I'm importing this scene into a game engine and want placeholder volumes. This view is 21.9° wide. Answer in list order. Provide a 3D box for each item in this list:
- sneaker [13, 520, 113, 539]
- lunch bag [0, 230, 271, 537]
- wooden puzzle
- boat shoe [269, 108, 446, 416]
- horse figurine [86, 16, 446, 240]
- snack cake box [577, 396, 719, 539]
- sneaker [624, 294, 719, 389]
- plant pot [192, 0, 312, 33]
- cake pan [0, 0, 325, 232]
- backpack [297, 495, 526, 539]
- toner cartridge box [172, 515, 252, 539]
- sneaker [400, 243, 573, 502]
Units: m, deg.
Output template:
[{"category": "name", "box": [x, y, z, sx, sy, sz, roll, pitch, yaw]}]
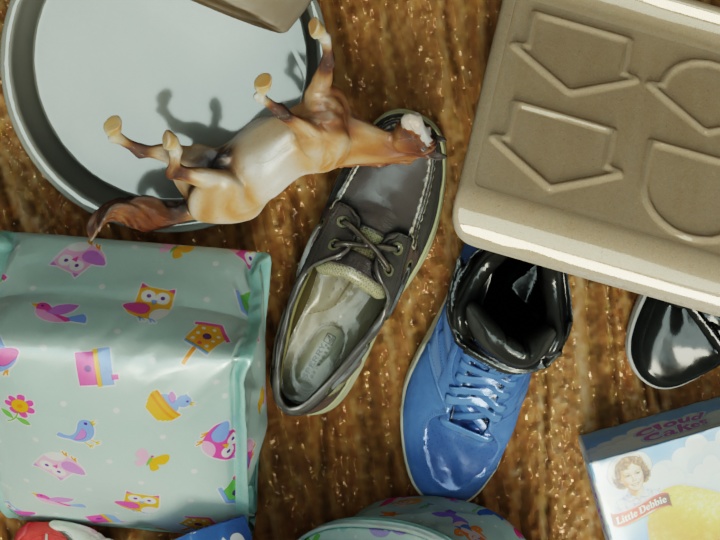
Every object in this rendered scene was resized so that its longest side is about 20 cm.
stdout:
[{"category": "sneaker", "box": [-0.205, 0.244, 1.166, 0.084, 0.077, 0.202, 18, 107, 6]}, {"category": "lunch bag", "box": [-0.139, 0.083, 1.116, 0.168, 0.123, 0.201, 4, 133, 0]}, {"category": "wooden puzzle", "box": [0.157, -0.075, 1.089, 0.183, 0.046, 0.202, 15, 60, 0]}, {"category": "boat shoe", "box": [0.000, 0.000, 1.129, 0.073, 0.065, 0.202, 20, 98, 0]}, {"category": "horse figurine", "box": [-0.062, -0.069, 1.069, 0.199, 0.133, 0.050, -27, 60, 9]}, {"category": "snack cake box", "box": [0.246, 0.136, 1.146, 0.198, 0.067, 0.116, -17, 99, 3]}, {"category": "sneaker", "box": [0.238, -0.001, 1.101, 0.073, 0.112, 0.200, 44, 97, -6]}, {"category": "plant pot", "box": [-0.062, -0.233, 1.017, 0.198, 0.200, 0.175, 23, 92, -3]}, {"category": "cake pan", "box": [-0.117, -0.125, 1.126, 0.198, 0.037, 0.203, 0, 99, 1]}, {"category": "backpack", "box": [0.027, 0.241, 1.119, 0.176, 0.150, 0.202, 0, 92, 35]}, {"category": "toner cartridge box", "box": [-0.077, 0.254, 1.088, 0.043, 0.095, 0.202, -11, 78, -37]}, {"category": "sneaker", "box": [0.073, 0.056, 1.114, 0.076, 0.111, 0.202, 19, 99, -2]}]
